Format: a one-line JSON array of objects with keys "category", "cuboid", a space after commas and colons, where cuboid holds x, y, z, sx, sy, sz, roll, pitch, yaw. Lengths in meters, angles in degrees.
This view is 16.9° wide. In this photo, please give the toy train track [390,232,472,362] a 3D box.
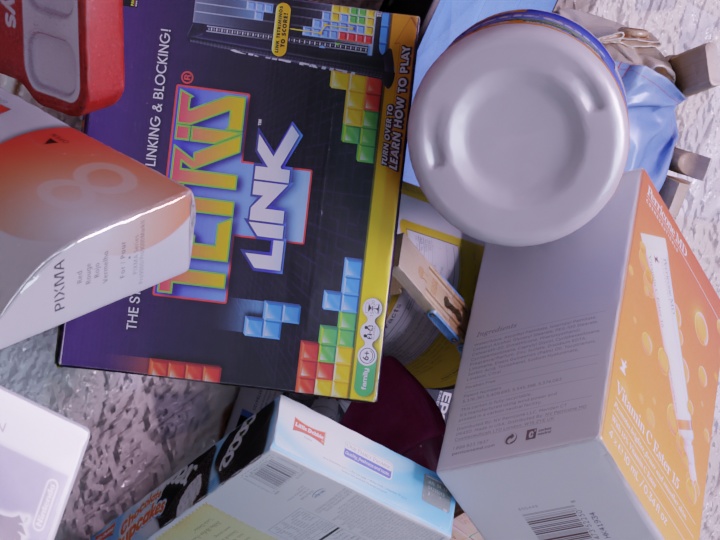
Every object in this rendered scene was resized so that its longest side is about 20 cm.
[{"category": "toy train track", "cuboid": [0.059, 0.048, 1.347, 0.200, 0.032, 0.115, 49, 39, -42]}]

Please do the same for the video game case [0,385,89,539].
[{"category": "video game case", "cuboid": [-0.234, 0.130, 1.127, 0.182, 0.023, 0.201, 29, 68, -29]}]

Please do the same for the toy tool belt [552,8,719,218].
[{"category": "toy tool belt", "cuboid": [0.153, -0.056, 1.515, 0.124, 0.123, 0.201, 5, 102, -48]}]

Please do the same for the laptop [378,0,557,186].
[{"category": "laptop", "cuboid": [0.071, -0.138, 1.398, 0.115, 0.200, 0.188, 25, 86, -12]}]

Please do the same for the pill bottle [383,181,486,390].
[{"category": "pill bottle", "cuboid": [0.000, 0.000, 1.379, 0.199, 0.112, 0.113, 17, 93, -49]}]

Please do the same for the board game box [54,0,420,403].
[{"category": "board game box", "cuboid": [-0.063, -0.041, 1.237, 0.164, 0.057, 0.201, 6, 87, -10]}]

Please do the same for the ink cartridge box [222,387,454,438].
[{"category": "ink cartridge box", "cuboid": [-0.001, 0.102, 1.478, 0.199, 0.039, 0.100, 16, 93, -50]}]

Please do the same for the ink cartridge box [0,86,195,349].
[{"category": "ink cartridge box", "cuboid": [-0.201, -0.019, 1.110, 0.199, 0.162, 0.050, -21, 128, -42]}]

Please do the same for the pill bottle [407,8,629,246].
[{"category": "pill bottle", "cuboid": [0.086, -0.081, 1.283, 0.200, 0.111, 0.113, -62, 164, -79]}]

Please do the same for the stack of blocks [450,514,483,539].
[{"category": "stack of blocks", "cuboid": [0.014, 0.238, 1.520, 0.199, 0.058, 0.116, -22, 131, -41]}]

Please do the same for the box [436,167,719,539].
[{"category": "box", "cuboid": [0.125, 0.064, 1.321, 0.125, 0.097, 0.201, 54, 34, -35]}]

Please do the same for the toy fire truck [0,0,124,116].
[{"category": "toy fire truck", "cuboid": [-0.162, -0.183, 1.080, 0.112, 0.167, 0.201, -18, 119, -43]}]

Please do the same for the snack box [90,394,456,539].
[{"category": "snack box", "cuboid": [-0.052, 0.144, 1.305, 0.116, 0.200, 0.037, 28, 49, -23]}]

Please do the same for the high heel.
[{"category": "high heel", "cuboid": [-0.023, 0.128, 1.397, 0.067, 0.200, 0.096, -14, 76, -44]}]
